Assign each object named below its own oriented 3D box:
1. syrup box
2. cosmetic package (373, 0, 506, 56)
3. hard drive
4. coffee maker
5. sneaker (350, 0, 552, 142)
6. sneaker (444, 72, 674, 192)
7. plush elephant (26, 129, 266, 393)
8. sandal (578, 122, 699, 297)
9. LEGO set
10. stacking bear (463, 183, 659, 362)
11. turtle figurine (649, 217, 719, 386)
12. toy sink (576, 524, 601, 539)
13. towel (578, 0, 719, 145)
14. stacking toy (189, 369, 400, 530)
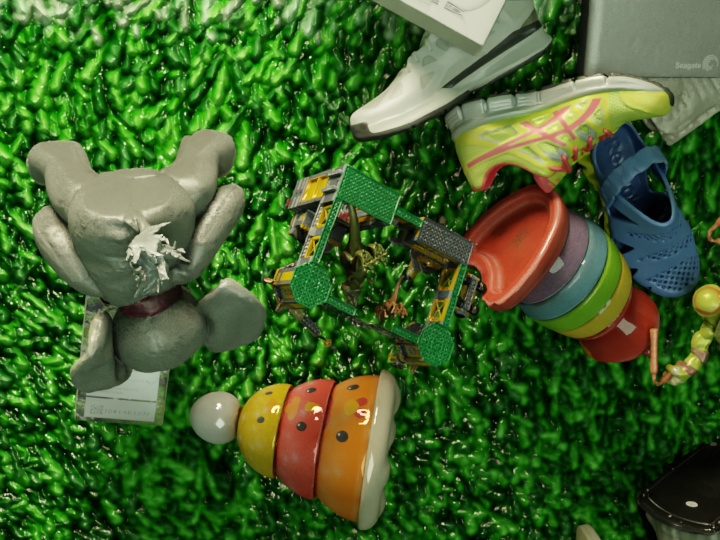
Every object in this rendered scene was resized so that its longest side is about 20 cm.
[{"bbox_3d":[-0.202,0.027,0.870,0.077,0.082,0.204,6,104,-14],"label":"syrup box"},{"bbox_3d":[0.044,-0.290,0.794,0.198,0.052,0.153,27,91,-2],"label":"cosmetic package"},{"bbox_3d":[0.262,-0.269,0.853,0.137,0.033,0.204,-2,107,-9],"label":"hard drive"},{"bbox_3d":[0.402,0.298,1.044,0.189,0.135,0.203,-19,111,-5],"label":"coffee maker"},{"bbox_3d":[0.060,-0.200,0.860,0.199,0.076,0.117,-31,102,-8],"label":"sneaker"},{"bbox_3d":[0.176,-0.117,0.868,0.197,0.078,0.092,-9,88,21],"label":"sneaker"},{"bbox_3d":[-0.160,0.004,0.751,0.162,0.201,0.157,-8,126,-13],"label":"plush elephant"},{"bbox_3d":[0.268,-0.053,0.931,0.079,0.087,0.201,-35,112,0],"label":"sandal"},{"bbox_3d":[0.000,0.000,0.875,0.197,0.115,0.157,17,79,-27],"label":"LEGO set"},{"bbox_3d":[0.206,0.019,0.935,0.199,0.122,0.114,36,106,-28],"label":"stacking bear"},{"bbox_3d":[0.365,0.038,0.961,0.160,0.064,0.203,24,91,-45],"label":"turtle figurine"},{"bbox_3d":[0.209,0.392,1.040,0.110,0.131,0.204,-6,110,-8],"label":"toy sink"},{"bbox_3d":[0.285,-0.229,0.904,0.131,0.035,0.201,-34,109,1],"label":"towel"},{"bbox_3d":[-0.066,0.155,0.928,0.196,0.146,0.149,8,107,3],"label":"stacking toy"}]
